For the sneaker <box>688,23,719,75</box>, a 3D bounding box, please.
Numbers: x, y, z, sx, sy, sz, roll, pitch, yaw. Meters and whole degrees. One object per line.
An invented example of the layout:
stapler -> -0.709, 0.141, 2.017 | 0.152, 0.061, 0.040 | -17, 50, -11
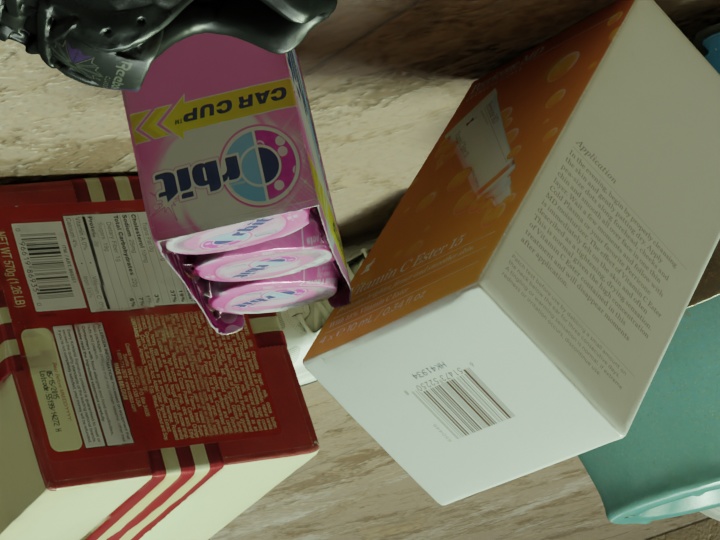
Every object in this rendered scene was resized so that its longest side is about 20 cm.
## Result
sneaker -> 0.242, -0.109, 1.212 | 0.198, 0.074, 0.082 | -7, -176, 0

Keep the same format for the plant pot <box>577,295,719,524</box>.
plant pot -> 0.195, 0.053, 1.560 | 0.198, 0.190, 0.200 | -12, 168, -3

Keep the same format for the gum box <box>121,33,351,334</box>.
gum box -> -0.051, -0.050, 1.022 | 0.066, 0.114, 0.200 | -13, 168, 1

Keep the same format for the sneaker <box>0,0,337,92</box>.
sneaker -> -0.100, -0.101, 0.809 | 0.198, 0.088, 0.076 | -9, 167, -16

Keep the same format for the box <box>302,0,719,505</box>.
box -> 0.082, -0.011, 1.125 | 0.124, 0.097, 0.201 | -27, -156, 47

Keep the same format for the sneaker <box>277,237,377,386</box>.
sneaker -> 0.000, 0.000, 1.435 | 0.199, 0.076, 0.116 | -19, 160, -11

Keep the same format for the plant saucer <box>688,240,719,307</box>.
plant saucer -> 0.157, -0.039, 1.274 | 0.199, 0.032, 0.201 | -24, -156, 11

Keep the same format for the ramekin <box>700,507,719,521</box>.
ramekin -> 0.259, 0.069, 1.701 | 0.199, 0.202, 0.105 | -20, 156, 30

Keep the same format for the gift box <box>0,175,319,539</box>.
gift box -> -0.162, 0.059, 1.262 | 0.199, 0.186, 0.187 | 0, 154, -33
